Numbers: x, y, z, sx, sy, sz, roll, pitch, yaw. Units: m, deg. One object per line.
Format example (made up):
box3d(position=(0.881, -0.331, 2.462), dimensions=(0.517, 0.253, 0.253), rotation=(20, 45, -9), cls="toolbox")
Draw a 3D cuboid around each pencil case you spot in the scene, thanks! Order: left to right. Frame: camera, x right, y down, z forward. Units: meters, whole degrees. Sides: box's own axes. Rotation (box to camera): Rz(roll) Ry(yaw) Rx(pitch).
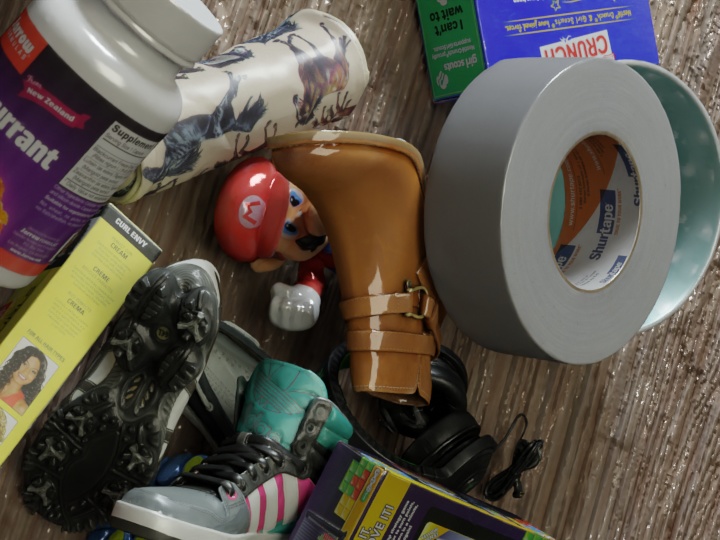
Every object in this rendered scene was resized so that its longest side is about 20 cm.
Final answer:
box3d(position=(-0.096, -0.110, 1.203), dimensions=(0.200, 0.089, 0.078), rotation=(-25, 119, -31), cls="pencil case")

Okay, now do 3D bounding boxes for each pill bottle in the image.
box3d(position=(-0.177, -0.096, 1.079), dimensions=(0.111, 0.111, 0.200), rotation=(39, 101, -25), cls="pill bottle")

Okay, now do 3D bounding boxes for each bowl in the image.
box3d(position=(0.163, -0.055, 1.344), dimensions=(0.200, 0.105, 0.202), rotation=(-4, 97, -33), cls="bowl")

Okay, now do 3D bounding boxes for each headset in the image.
box3d(position=(0.046, 0.118, 1.272), dimensions=(0.200, 0.094, 0.124), rotation=(14, 39, -34), cls="headset")

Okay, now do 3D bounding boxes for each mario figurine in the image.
box3d(position=(-0.009, -0.024, 1.235), dimensions=(0.200, 0.106, 0.124), rotation=(13, 45, -39), cls="mario figurine")

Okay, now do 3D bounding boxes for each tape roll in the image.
box3d(position=(0.130, -0.041, 1.196), dimensions=(0.200, 0.066, 0.201), rotation=(-9, 102, -47), cls="tape roll")

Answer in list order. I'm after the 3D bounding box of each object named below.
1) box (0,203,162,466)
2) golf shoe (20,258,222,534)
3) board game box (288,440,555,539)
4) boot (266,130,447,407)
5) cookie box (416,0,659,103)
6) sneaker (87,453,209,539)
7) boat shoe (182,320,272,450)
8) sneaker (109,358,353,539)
box3d(position=(-0.208, 0.051, 1.122), dimensions=(0.050, 0.075, 0.200), rotation=(43, 66, -19), cls="box")
box3d(position=(-0.140, 0.078, 1.141), dimensions=(0.078, 0.095, 0.200), rotation=(35, 110, -2), cls="golf shoe")
box3d(position=(0.013, 0.227, 1.143), dimensions=(0.165, 0.057, 0.200), rotation=(28, 90, -36), cls="board game box")
box3d(position=(0.000, 0.000, 1.157), dimensions=(0.200, 0.076, 0.156), rotation=(28, 68, -59), cls="boot")
box3d(position=(0.123, -0.236, 1.358), dimensions=(0.171, 0.075, 0.201), rotation=(-11, 92, -33), cls="cookie box")
box3d(position=(-0.137, 0.214, 1.169), dimensions=(0.083, 0.071, 0.200), rotation=(33, 66, -48), cls="sneaker")
box3d(position=(-0.061, 0.109, 1.220), dimensions=(0.200, 0.060, 0.076), rotation=(44, 65, -23), cls="boat shoe")
box3d(position=(-0.069, 0.114, 1.117), dimensions=(0.200, 0.083, 0.121), rotation=(14, 89, -59), cls="sneaker")
